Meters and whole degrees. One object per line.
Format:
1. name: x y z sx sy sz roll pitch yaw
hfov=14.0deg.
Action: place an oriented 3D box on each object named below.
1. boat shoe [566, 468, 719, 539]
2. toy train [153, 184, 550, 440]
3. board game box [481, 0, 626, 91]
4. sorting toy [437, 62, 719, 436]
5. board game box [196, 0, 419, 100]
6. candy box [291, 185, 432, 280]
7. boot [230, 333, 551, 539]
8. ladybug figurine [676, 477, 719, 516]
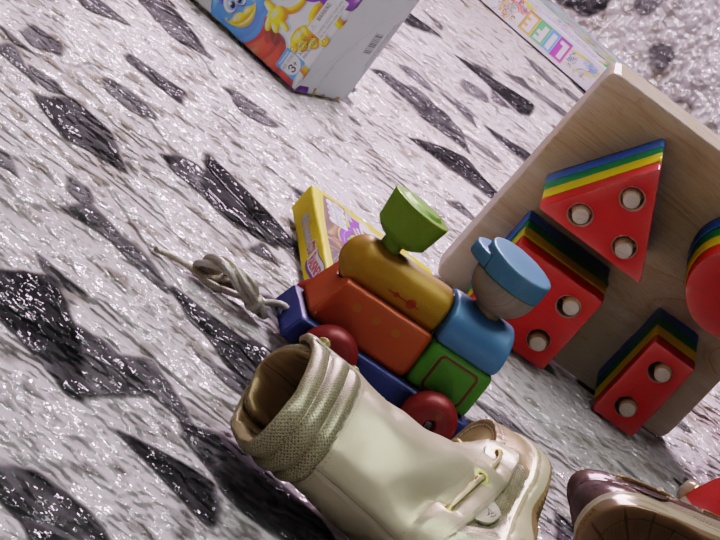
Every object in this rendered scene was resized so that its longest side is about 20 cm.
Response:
1. boat shoe: 0.199 0.169 1.680 0.199 0.072 0.072 25 19 -24
2. toy train: 0.000 0.000 1.604 0.199 0.116 0.085 34 13 -18
3. board game box: 0.223 -0.251 3.202 0.200 0.034 0.134 43 14 17
4. sorting toy: 0.183 0.002 1.936 0.200 0.199 0.070 36 29 -10
5. board game box: -0.071 -0.235 2.222 0.200 0.105 0.103 42 14 18
6. candy box: 0.009 0.015 1.775 0.102 0.026 0.200 38 13 -16
7. boot: 0.014 0.088 1.444 0.155 0.073 0.200 39 18 -8
8. ladybug figurine: 0.275 0.192 1.790 0.200 0.072 0.136 42 14 15
